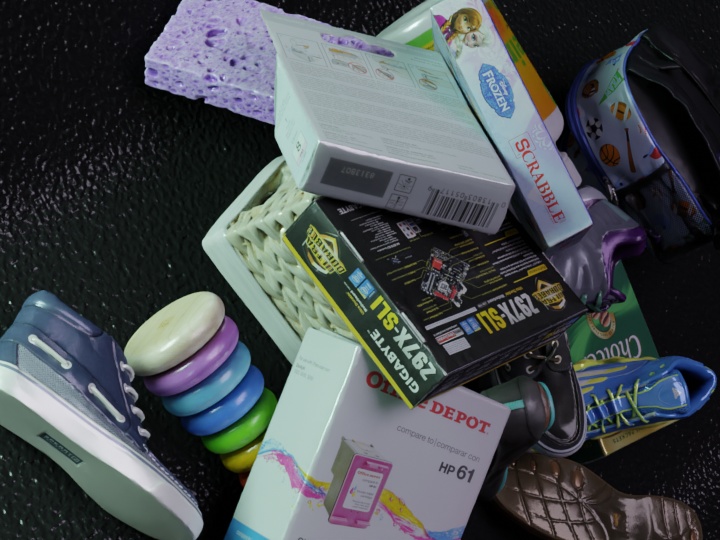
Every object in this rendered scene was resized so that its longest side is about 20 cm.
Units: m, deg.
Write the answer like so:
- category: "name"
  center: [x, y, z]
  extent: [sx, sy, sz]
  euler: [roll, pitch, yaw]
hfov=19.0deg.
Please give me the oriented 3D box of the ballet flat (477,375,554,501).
- category: "ballet flat"
  center: [0.090, 0.133, 1.696]
  extent: [0.068, 0.200, 0.068]
  euler: [-10, 67, -18]

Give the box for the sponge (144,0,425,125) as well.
- category: "sponge"
  center: [-0.057, -0.157, 1.676]
  extent: [0.199, 0.030, 0.112]
  euler: [17, 43, 9]

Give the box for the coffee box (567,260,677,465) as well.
- category: "coffee box"
  center: [0.204, 0.061, 1.910]
  extent: [0.123, 0.044, 0.201]
  euler: [-17, 86, -44]

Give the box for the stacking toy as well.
- category: "stacking toy"
  center: [-0.088, 0.116, 1.598]
  extent: [0.200, 0.085, 0.085]
  euler: [56, 45, -18]

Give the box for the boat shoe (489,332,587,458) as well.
- category: "boat shoe"
  center: [0.134, 0.056, 1.746]
  extent: [0.068, 0.057, 0.201]
  euler: [-19, 85, -14]

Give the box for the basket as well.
- category: "basket"
  center: [0.000, 0.000, 1.689]
  extent: [0.200, 0.123, 0.136]
  euler: [52, 46, -13]

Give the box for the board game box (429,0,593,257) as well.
- category: "board game box"
  center: [0.116, -0.109, 1.680]
  extent: [0.200, 0.041, 0.200]
  euler: [64, 1, 3]

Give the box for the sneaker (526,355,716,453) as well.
- category: "sneaker"
  center: [0.212, 0.102, 1.805]
  extent: [0.199, 0.105, 0.076]
  euler: [-12, 83, -30]

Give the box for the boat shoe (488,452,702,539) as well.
- category: "boat shoe"
  center: [0.189, 0.212, 1.824]
  extent: [0.200, 0.068, 0.072]
  euler: [19, 63, -17]

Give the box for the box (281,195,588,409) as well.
- category: "box"
  center: [0.057, 0.002, 1.575]
  extent: [0.160, 0.049, 0.200]
  euler: [53, 37, 12]

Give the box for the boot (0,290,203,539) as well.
- category: "boot"
  center: [-0.174, 0.104, 1.520]
  extent: [0.200, 0.073, 0.090]
  euler: [43, 55, -22]

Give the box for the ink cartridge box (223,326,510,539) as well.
- category: "ink cartridge box"
  center: [0.001, 0.159, 1.569]
  extent: [0.144, 0.085, 0.201]
  euler: [23, 86, -29]

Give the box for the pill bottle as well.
- category: "pill bottle"
  center: [0.105, -0.140, 1.852]
  extent: [0.111, 0.111, 0.200]
  euler: [-42, 103, -44]

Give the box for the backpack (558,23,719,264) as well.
- category: "backpack"
  center: [0.272, -0.119, 1.971]
  extent: [0.191, 0.154, 0.200]
  euler: [60, 31, -12]

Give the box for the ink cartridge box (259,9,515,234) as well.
- category: "ink cartridge box"
  center: [0.011, -0.111, 1.593]
  extent: [0.162, 0.057, 0.200]
  euler: [11, 26, -24]

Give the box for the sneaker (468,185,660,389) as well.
- category: "sneaker"
  center: [0.168, 0.026, 1.810]
  extent: [0.200, 0.087, 0.074]
  euler: [-56, 160, -8]
